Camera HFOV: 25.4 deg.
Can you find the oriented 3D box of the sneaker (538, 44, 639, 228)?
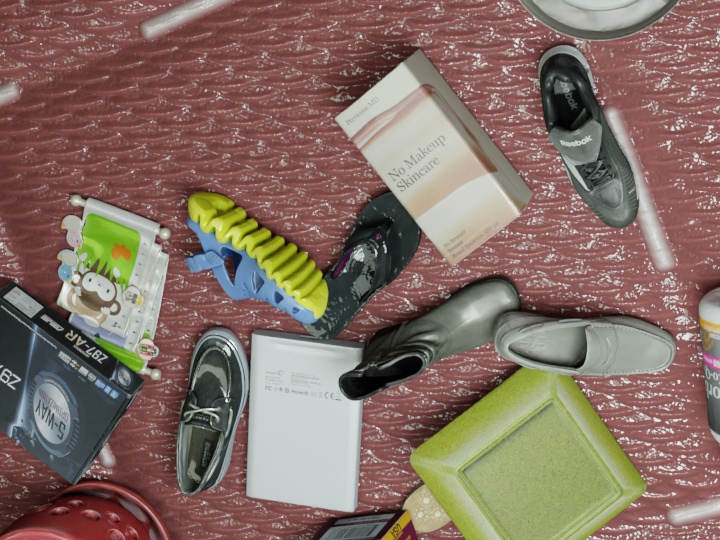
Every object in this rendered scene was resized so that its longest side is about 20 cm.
[{"bbox_3d":[0.229,-0.129,1.636,0.066,0.091,0.201,-20,101,19],"label":"sneaker"}]

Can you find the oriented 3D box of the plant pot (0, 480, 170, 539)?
[{"bbox_3d":[-0.330,0.354,1.870,0.199,0.183,0.202,4,109,12],"label":"plant pot"}]

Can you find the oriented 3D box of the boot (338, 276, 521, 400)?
[{"bbox_3d":[0.078,0.082,1.715,0.199,0.131,0.068,-26,98,19],"label":"boot"}]

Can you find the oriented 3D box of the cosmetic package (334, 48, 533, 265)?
[{"bbox_3d":[0.079,-0.119,1.678,0.103,0.087,0.200,-39,94,22],"label":"cosmetic package"}]

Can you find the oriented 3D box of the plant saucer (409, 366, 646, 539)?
[{"bbox_3d":[0.188,0.224,1.727,0.200,0.048,0.200,-37,99,-3],"label":"plant saucer"}]

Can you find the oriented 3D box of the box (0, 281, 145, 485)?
[{"bbox_3d":[-0.374,0.133,1.880,0.200,0.044,0.161,37,119,1],"label":"box"}]

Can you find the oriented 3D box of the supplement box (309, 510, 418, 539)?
[{"bbox_3d":[0.022,0.387,1.832,0.110,0.086,0.201,-10,105,30],"label":"supplement box"}]

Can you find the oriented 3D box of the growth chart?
[{"bbox_3d":[-0.289,0.018,1.850,0.144,0.018,0.201,12,108,11],"label":"growth chart"}]

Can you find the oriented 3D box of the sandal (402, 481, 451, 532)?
[{"bbox_3d":[0.123,0.229,1.779,0.078,0.070,0.212,43,111,-1],"label":"sandal"}]

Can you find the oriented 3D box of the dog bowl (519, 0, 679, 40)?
[{"bbox_3d":[0.235,-0.328,1.552,0.199,0.059,0.202,4,107,12],"label":"dog bowl"}]

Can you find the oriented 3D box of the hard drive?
[{"bbox_3d":[-0.063,0.173,1.834,0.131,0.027,0.202,7,107,12],"label":"hard drive"}]

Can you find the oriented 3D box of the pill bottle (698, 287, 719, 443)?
[{"bbox_3d":[0.415,0.119,1.649,0.116,0.116,0.201,-5,105,15],"label":"pill bottle"}]

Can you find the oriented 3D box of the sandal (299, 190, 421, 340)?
[{"bbox_3d":[0.001,0.001,1.754,0.075,0.048,0.201,36,112,2],"label":"sandal"}]

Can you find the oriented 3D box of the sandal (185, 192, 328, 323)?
[{"bbox_3d":[-0.121,-0.002,1.766,0.200,0.079,0.087,38,117,20],"label":"sandal"}]

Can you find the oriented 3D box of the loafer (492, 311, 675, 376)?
[{"bbox_3d":[0.239,0.084,1.691,0.198,0.070,0.070,3,107,-5],"label":"loafer"}]

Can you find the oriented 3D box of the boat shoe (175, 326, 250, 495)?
[{"bbox_3d":[-0.172,0.167,1.835,0.072,0.071,0.201,9,107,11],"label":"boat shoe"}]
